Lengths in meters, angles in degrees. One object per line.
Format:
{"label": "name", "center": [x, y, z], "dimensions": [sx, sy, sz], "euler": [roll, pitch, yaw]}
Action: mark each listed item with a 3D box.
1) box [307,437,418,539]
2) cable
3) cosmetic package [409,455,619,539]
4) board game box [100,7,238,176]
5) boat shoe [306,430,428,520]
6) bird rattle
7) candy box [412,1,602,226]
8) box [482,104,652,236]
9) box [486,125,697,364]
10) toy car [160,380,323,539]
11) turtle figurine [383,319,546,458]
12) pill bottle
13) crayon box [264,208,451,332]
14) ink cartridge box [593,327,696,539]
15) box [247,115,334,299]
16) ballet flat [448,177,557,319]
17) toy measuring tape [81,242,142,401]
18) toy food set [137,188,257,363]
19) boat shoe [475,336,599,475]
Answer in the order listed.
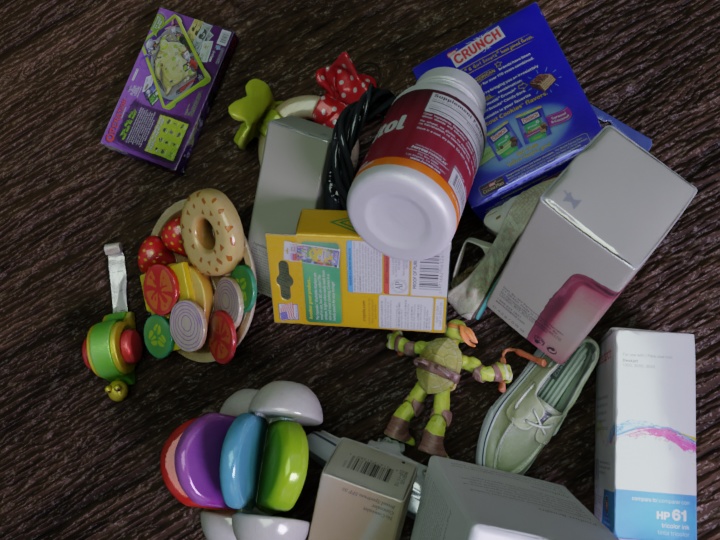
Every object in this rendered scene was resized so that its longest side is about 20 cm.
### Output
{"label": "box", "center": [-0.008, 0.294, 0.868], "dimensions": [0.093, 0.078, 0.204], "euler": [15, 110, 11]}
{"label": "cable", "center": [0.027, -0.113, 0.930], "dimensions": [0.161, 0.204, 0.050], "euler": [-24, 35, -32]}
{"label": "cosmetic package", "center": [0.141, 0.302, 0.789], "dimensions": [0.161, 0.200, 0.169], "euler": [14, 93, -6]}
{"label": "board game box", "center": [-0.252, -0.238, 1.083], "dimensions": [0.118, 0.032, 0.204], "euler": [21, 82, 9]}
{"label": "boat shoe", "center": [0.030, 0.225, 0.930], "dimensions": [0.197, 0.074, 0.067], "euler": [30, 70, 4]}
{"label": "bird rattle", "center": [-0.061, -0.169, 1.021], "dimensions": [0.195, 0.113, 0.167], "euler": [-10, 91, -4]}
{"label": "candy box", "center": [0.174, -0.181, 0.952], "dimensions": [0.167, 0.077, 0.203], "euler": [-25, 67, 13]}
{"label": "box", "center": [0.248, -0.105, 0.971], "dimensions": [0.120, 0.032, 0.202], "euler": [32, 85, 14]}
{"label": "box", "center": [0.225, -0.019, 0.824], "dimensions": [0.108, 0.201, 0.128], "euler": [39, 62, 15]}
{"label": "toy car", "center": [-0.136, 0.207, 0.880], "dimensions": [0.148, 0.199, 0.179], "euler": [18, 69, -28]}
{"label": "turtle figurine", "center": [0.096, 0.124, 0.920], "dimensions": [0.197, 0.064, 0.164], "euler": [18, 82, 25]}
{"label": "pill bottle", "center": [0.066, -0.117, 0.840], "dimensions": [0.111, 0.114, 0.202], "euler": [15, 49, 12]}
{"label": "crayon box", "center": [0.000, 0.000, 0.901], "dimensions": [0.195, 0.128, 0.052], "euler": [3, 38, 5]}
{"label": "ink cartridge box", "center": [0.292, 0.170, 0.850], "dimensions": [0.083, 0.145, 0.205], "euler": [1, 79, 9]}
{"label": "box", "center": [-0.079, -0.070, 0.955], "dimensions": [0.081, 0.068, 0.204], "euler": [20, 111, 14]}
{"label": "ballet flat", "center": [0.150, -0.030, 0.913], "dimensions": [0.062, 0.067, 0.202], "euler": [35, 119, 10]}
{"label": "toy measuring tape", "center": [-0.310, 0.059, 1.012], "dimensions": [0.072, 0.074, 0.205], "euler": [-9, 78, 7]}
{"label": "toy food set", "center": [-0.196, 0.014, 0.972], "dimensions": [0.197, 0.048, 0.202], "euler": [-15, 86, 35]}
{"label": "boat shoe", "center": [0.193, 0.150, 0.904], "dimensions": [0.071, 0.062, 0.202], "euler": [31, 84, -8]}
